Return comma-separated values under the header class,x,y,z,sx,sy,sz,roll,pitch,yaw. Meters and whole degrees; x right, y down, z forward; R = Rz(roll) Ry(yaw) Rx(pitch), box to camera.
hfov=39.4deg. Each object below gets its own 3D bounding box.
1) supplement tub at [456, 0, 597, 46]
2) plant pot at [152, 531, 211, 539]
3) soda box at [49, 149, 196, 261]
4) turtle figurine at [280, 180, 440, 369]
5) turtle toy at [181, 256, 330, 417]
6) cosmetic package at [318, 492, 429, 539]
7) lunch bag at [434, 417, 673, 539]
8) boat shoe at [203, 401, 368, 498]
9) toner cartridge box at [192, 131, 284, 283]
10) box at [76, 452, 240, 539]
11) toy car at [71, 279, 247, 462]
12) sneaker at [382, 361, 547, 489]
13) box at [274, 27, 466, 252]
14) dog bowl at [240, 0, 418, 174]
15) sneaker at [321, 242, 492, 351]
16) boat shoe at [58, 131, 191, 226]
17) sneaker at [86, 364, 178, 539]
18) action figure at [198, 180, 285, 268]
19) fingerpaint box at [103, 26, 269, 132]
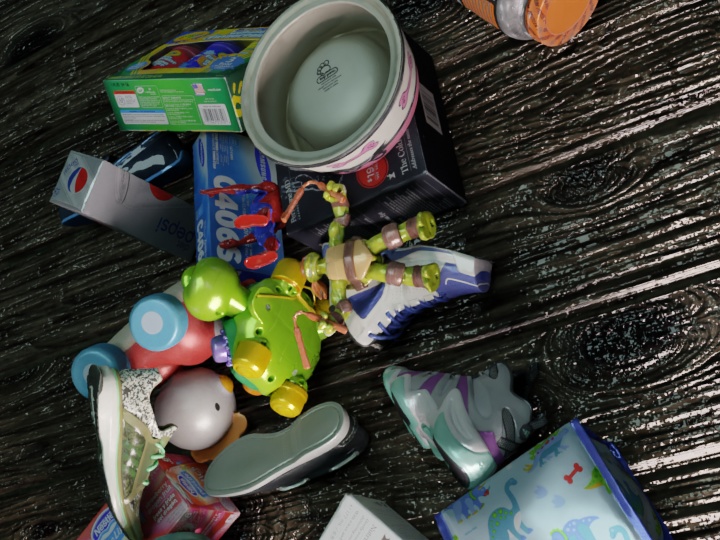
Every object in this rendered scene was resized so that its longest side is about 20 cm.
class,x,y,z,sx,sy,sz,roll,pitch,yaw
supplement tub,0.157,-0.332,1.092,0.123,0.122,0.200,-51,58,8
plant pot,-0.184,0.363,1.056,0.201,0.200,0.134,-50,40,8
soda box,-0.276,-0.076,1.227,0.063,0.200,0.069,18,83,34
turtle figurine,0.000,0.000,1.031,0.160,0.064,0.202,-6,72,23
turtle toy,-0.114,0.059,1.097,0.101,0.200,0.146,-2,50,36
cosmetic package,0.045,0.324,0.985,0.199,0.081,0.113,31,91,35
lunch bag,0.191,0.265,0.888,0.170,0.127,0.201,-40,50,15
boat shoe,-0.083,0.211,1.108,0.199,0.060,0.076,-24,44,25
toner cartridge box,-0.145,-0.072,1.188,0.043,0.094,0.201,-45,43,44
box,-0.247,0.313,1.152,0.200,0.100,0.095,-51,57,9
toy car,-0.192,0.128,1.164,0.177,0.184,0.200,-39,88,14
sneaker,0.115,0.126,1.012,0.139,0.078,0.200,-33,33,-10
box,0.001,-0.145,1.140,0.181,0.104,0.201,-23,65,25
dog bowl,-0.026,-0.192,1.064,0.199,0.074,0.202,-10,71,29
sneaker,0.045,0.032,1.084,0.198,0.080,0.116,3,87,30
boat shoe,-0.319,-0.125,1.347,0.199,0.084,0.069,-26,82,7
sneaker,-0.233,0.192,1.067,0.077,0.088,0.202,-155,59,-65
action figure,-0.131,-0.053,1.089,0.098,0.200,0.066,-10,105,5
fingerpaint box,-0.186,-0.239,1.245,0.199,0.074,0.167,6,35,33
